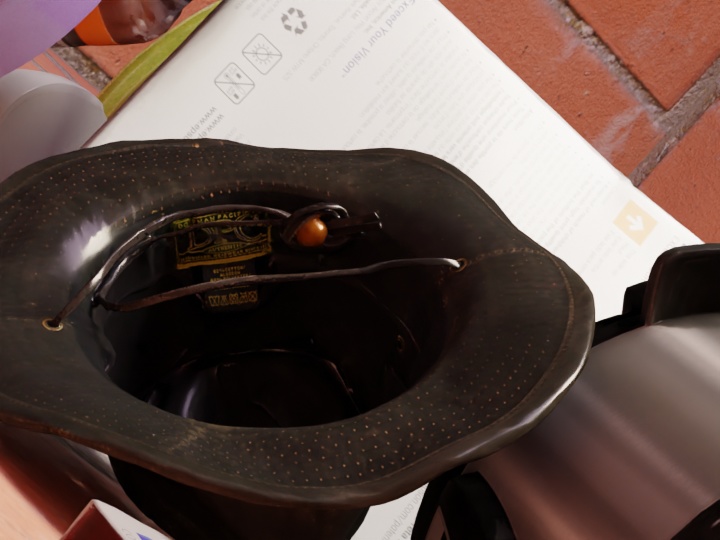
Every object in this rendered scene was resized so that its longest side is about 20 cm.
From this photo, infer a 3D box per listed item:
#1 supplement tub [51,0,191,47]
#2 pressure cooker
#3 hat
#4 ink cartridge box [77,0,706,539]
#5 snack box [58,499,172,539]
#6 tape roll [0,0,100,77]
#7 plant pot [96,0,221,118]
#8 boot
[{"bbox_3d":[-0.124,-0.129,0.910,0.198,0.108,0.107,-1,-6,8],"label":"supplement tub"},{"bbox_3d":[0.105,0.105,0.736,0.179,0.176,0.200,44,1,-22],"label":"pressure cooker"},{"bbox_3d":[-0.030,0.035,0.749,0.201,0.199,0.081,43,-42,51],"label":"hat"},{"bbox_3d":[0.000,0.000,0.926,0.200,0.200,0.041,42,-32,-1],"label":"ink cartridge box"},{"bbox_3d":[0.012,0.126,0.537,0.200,0.024,0.072,44,3,32],"label":"snack box"},{"bbox_3d":[-0.158,-0.155,0.831,0.200,0.200,0.066,42,0,10],"label":"tape roll"},{"bbox_3d":[-0.021,-0.010,1.328,0.191,0.200,0.200,57,7,25],"label":"plant pot"},{"bbox_3d":[-0.144,-0.047,1.050,0.095,0.074,0.200,29,-6,16],"label":"boot"}]
